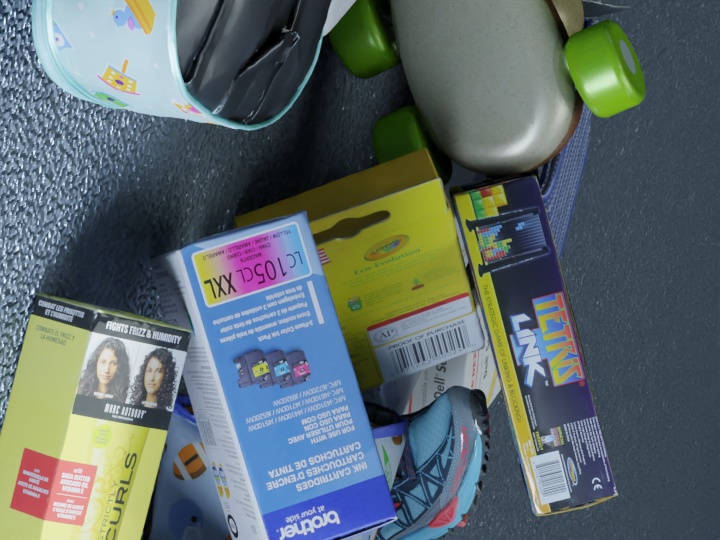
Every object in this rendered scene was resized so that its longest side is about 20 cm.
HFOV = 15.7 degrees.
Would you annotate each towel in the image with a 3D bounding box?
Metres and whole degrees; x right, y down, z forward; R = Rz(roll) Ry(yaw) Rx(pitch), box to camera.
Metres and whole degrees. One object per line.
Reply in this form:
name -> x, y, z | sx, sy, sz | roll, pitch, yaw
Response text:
towel -> 0.136, -0.070, 1.812 | 0.200, 0.024, 0.145 | 84, 20, -66

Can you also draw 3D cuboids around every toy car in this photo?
toy car -> 0.099, -0.140, 1.654 | 0.159, 0.164, 0.200 | 69, 20, 3

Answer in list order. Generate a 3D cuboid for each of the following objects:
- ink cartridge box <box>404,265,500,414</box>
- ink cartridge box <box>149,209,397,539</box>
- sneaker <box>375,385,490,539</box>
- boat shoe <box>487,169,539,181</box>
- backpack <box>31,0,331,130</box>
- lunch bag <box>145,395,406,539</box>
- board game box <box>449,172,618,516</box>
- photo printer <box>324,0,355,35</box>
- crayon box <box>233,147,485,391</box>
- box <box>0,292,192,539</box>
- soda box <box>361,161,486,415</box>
ink cartridge box -> 0.066, 0.051, 1.919 | 0.200, 0.067, 0.118 | -49, 148, -55
ink cartridge box -> -0.044, 0.077, 1.391 | 0.136, 0.076, 0.201 | 169, -94, -79
sneaker -> 0.011, 0.140, 1.693 | 0.200, 0.095, 0.080 | -51, -149, 40
boat shoe -> 0.086, -0.109, 1.871 | 0.076, 0.060, 0.201 | -26, 113, -64
backpack -> -0.082, -0.166, 1.181 | 0.176, 0.153, 0.201 | -2, 95, -69
lunch bag -> -0.049, 0.161, 1.576 | 0.200, 0.123, 0.171 | 1, 102, -63
board game box -> 0.106, 0.040, 1.632 | 0.165, 0.056, 0.201 | -64, 139, -85
photo printer -> -0.023, -0.227, 1.443 | 0.200, 0.069, 0.167 | -55, 151, -50
crayon box -> 0.000, 0.000, 1.591 | 0.200, 0.126, 0.051 | 74, -4, -58
box -> -0.148, 0.117, 1.324 | 0.075, 0.050, 0.201 | 16, 89, -49
soda box -> 0.022, 0.008, 1.755 | 0.064, 0.068, 0.201 | 77, 32, -54
